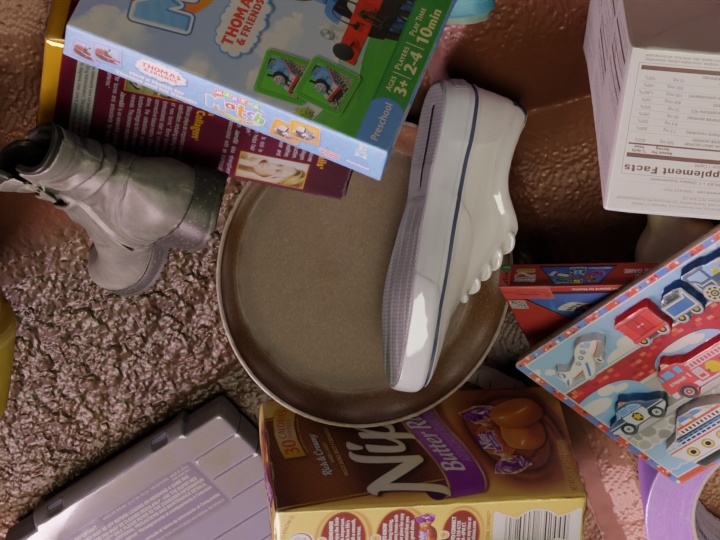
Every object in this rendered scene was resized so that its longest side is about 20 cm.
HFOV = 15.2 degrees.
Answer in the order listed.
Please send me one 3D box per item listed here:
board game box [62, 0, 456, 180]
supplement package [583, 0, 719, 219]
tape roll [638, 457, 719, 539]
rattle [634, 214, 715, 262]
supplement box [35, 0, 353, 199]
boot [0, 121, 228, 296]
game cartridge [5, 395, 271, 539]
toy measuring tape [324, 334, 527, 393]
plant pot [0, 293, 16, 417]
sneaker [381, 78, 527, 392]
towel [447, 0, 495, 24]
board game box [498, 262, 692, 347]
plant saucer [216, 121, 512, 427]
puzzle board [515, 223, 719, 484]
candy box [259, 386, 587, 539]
[{"bbox_3d":[-0.053,-0.155,1.580,0.200,0.151,0.037,21,150,3],"label":"board game box"},{"bbox_3d":[0.220,-0.125,1.593,0.155,0.200,0.111,5,123,-3],"label":"supplement package"},{"bbox_3d":[0.293,0.149,1.852,0.200,0.066,0.200,1,123,1],"label":"tape roll"},{"bbox_3d":[0.234,-0.001,1.716,0.130,0.143,0.200,19,117,-33],"label":"rattle"},{"bbox_3d":[-0.091,-0.124,1.641,0.200,0.086,0.110,12,149,-4],"label":"supplement box"},{"bbox_3d":[-0.171,-0.046,1.679,0.130,0.068,0.200,19,161,-17],"label":"boot"},{"bbox_3d":[-0.137,0.178,1.895,0.200,0.038,0.130,-32,113,20],"label":"game cartridge"},{"bbox_3d":[0.022,0.074,1.805,0.200,0.074,0.074,23,120,-14],"label":"toy measuring tape"},{"bbox_3d":[-0.309,-0.011,1.689,0.200,0.201,0.189,9,108,-5],"label":"plant pot"},{"bbox_3d":[0.063,-0.018,1.698,0.071,0.073,0.200,11,93,-15],"label":"sneaker"},{"bbox_3d":[0.008,-0.239,1.630,0.146,0.022,0.200,-2,122,2],"label":"towel"},{"bbox_3d":[0.198,0.025,1.733,0.200,0.019,0.103,-1,153,19],"label":"board game box"},{"bbox_3d":[0.000,0.000,1.734,0.200,0.032,0.201,-3,98,-18],"label":"plant saucer"},{"bbox_3d":[0.217,0.059,1.714,0.151,0.017,0.200,37,134,-19],"label":"puzzle board"},{"bbox_3d":[0.038,0.134,1.740,0.199,0.117,0.057,-4,125,-5],"label":"candy box"}]
